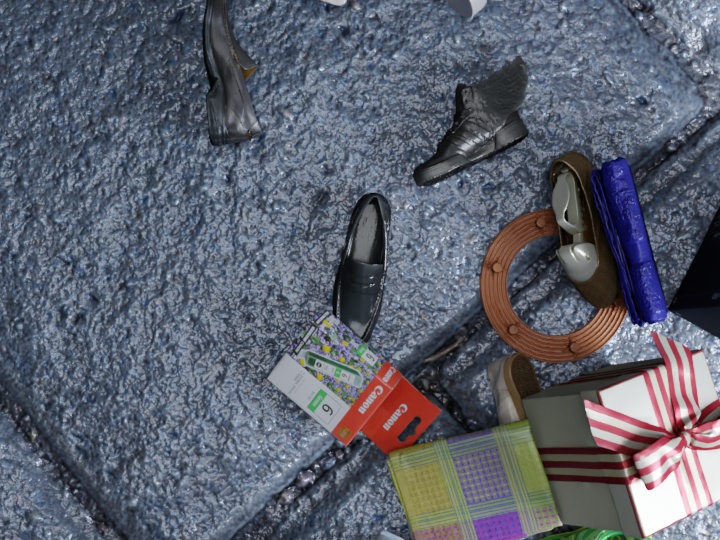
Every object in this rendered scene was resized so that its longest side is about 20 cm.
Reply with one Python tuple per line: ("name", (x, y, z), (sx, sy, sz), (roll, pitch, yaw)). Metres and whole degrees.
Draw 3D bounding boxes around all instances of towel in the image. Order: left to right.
("towel", (0.135, 0.273, 1.039), (0.197, 0.023, 0.146), (-19, 90, 19))
("towel", (0.332, -0.033, 1.035), (0.049, 0.147, 0.203), (-15, 85, 20))

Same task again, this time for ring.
("ring", (0.255, 0.019, 1.091), (0.197, 0.019, 0.204), (0, 86, 1))

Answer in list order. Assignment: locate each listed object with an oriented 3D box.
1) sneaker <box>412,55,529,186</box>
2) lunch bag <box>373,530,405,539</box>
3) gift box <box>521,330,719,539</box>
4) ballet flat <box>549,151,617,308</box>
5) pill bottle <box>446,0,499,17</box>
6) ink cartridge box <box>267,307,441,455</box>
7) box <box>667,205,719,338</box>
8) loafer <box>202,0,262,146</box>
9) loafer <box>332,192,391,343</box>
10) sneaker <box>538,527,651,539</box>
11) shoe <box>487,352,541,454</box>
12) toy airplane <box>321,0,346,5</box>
("sneaker", (0.142, -0.194, 1.093), (0.198, 0.060, 0.105), (-25, 87, -6))
("lunch bag", (0.080, 0.428, 0.981), (0.197, 0.170, 0.129), (22, 102, 3))
("gift box", (0.308, 0.186, 0.968), (0.182, 0.186, 0.203), (-20, 88, -24))
("ballet flat", (0.271, -0.051, 1.046), (0.067, 0.072, 0.204), (-12, 83, 44))
("pill bottle", (0.191, -0.426, 1.080), (0.200, 0.112, 0.113), (-41, 86, -1))
("ink cartridge box", (-0.008, 0.154, 1.052), (0.199, 0.050, 0.109), (40, 115, 5))
("box", (0.484, -0.011, 0.997), (0.103, 0.200, 0.184), (29, 87, 3))
("loafer", (-0.171, -0.267, 1.104), (0.071, 0.073, 0.204), (-4, 95, -8))
("loafer", (0.000, 0.000, 1.073), (0.067, 0.070, 0.204), (9, 87, 3))
("sneaker", (0.268, 0.361, 1.032), (0.198, 0.084, 0.075), (-28, 86, 0))
("shoe", (0.214, 0.204, 1.065), (0.053, 0.069, 0.203), (-19, 88, 45))
("toy airplane", (-0.047, -0.447, 1.074), (0.198, 0.141, 0.201), (-28, 86, -1))
